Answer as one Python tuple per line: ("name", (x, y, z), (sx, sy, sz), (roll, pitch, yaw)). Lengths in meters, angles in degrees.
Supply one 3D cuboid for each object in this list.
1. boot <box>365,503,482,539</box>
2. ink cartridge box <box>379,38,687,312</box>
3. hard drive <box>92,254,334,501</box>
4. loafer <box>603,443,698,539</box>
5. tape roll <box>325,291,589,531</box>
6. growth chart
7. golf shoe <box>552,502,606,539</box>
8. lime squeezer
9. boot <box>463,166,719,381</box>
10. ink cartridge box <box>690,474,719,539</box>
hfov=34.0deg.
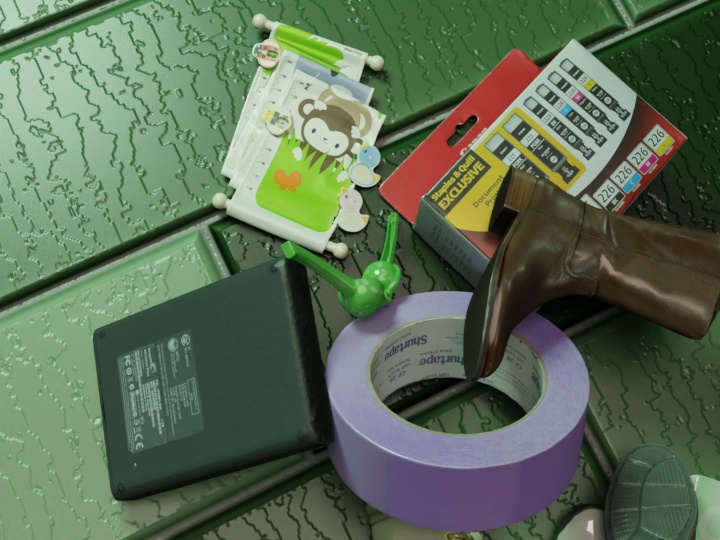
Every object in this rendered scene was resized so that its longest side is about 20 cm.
("boot", (0.087, 0.218, 0.876), (0.198, 0.072, 0.157), (-17, 67, 33))
("ink cartridge box", (0.141, -0.088, 1.002), (0.175, 0.084, 0.200), (42, 75, 8))
("hard drive", (-0.117, 0.085, 0.897), (0.198, 0.033, 0.142), (-20, 72, 29))
("loafer", (0.222, 0.227, 0.891), (0.071, 0.063, 0.202), (-2, 43, 11))
("tape roll", (0.072, 0.101, 0.895), (0.197, 0.066, 0.201), (0, 37, 0))
("growth chart", (-0.047, -0.117, 1.030), (0.143, 0.018, 0.203), (13, 74, -1))
("golf shoe", (0.184, 0.276, 0.895), (0.076, 0.095, 0.203), (4, 72, -2))
("lime squeezer", (0.000, 0.000, 0.933), (0.071, 0.199, 0.038), (49, 115, 10))
("boot", (0.186, 0.026, 0.896), (0.198, 0.064, 0.189), (20, 66, -5))
("ink cartridge box", (0.332, 0.273, 0.932), (0.197, 0.050, 0.163), (19, 73, 3))
